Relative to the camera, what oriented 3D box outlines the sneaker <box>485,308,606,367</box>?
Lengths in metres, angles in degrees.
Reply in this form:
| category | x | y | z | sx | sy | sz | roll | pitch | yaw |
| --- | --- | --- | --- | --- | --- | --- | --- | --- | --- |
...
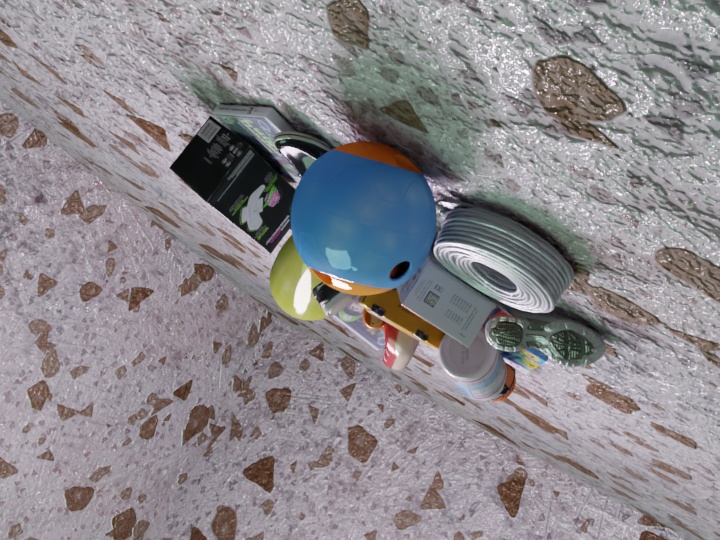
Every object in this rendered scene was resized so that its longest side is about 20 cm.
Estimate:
| category | x | y | z | sx | sy | sz | roll | pitch | yaw |
| --- | --- | --- | --- | --- | --- | --- | --- | --- | --- |
| sneaker | 0.311 | 0.097 | 1.250 | 0.195 | 0.080 | 0.099 | 14 | -157 | 12 |

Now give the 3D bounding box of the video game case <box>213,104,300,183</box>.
| category | x | y | z | sx | sy | sz | roll | pitch | yaw |
| --- | --- | --- | --- | --- | --- | --- | --- | --- | --- |
| video game case | -0.134 | -0.205 | 1.255 | 0.180 | 0.024 | 0.200 | 18 | 161 | 50 |

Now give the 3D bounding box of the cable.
| category | x | y | z | sx | sy | sz | roll | pitch | yaw |
| --- | --- | --- | --- | --- | --- | --- | --- | --- | --- |
| cable | 0.198 | -0.014 | 1.055 | 0.198 | 0.070 | 0.200 | 19 | 163 | 47 |

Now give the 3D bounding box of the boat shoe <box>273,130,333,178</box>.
| category | x | y | z | sx | sy | sz | roll | pitch | yaw |
| --- | --- | --- | --- | --- | --- | --- | --- | --- | --- |
| boat shoe | -0.058 | -0.145 | 1.165 | 0.074 | 0.063 | 0.199 | -9 | 142 | 46 |

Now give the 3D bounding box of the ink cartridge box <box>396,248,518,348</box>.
| category | x | y | z | sx | sy | sz | roll | pitch | yaw |
| --- | --- | --- | --- | --- | --- | --- | --- | --- | --- |
| ink cartridge box | 0.151 | 0.044 | 1.232 | 0.174 | 0.085 | 0.200 | 33 | -171 | -7 |

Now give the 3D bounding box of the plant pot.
| category | x | y | z | sx | sy | sz | roll | pitch | yaw |
| --- | --- | --- | --- | --- | --- | --- | --- | --- | --- |
| plant pot | -0.102 | -0.017 | 1.617 | 0.185 | 0.189 | 0.201 | 30 | 154 | 5 |

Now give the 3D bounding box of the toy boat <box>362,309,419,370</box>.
| category | x | y | z | sx | sy | sz | roll | pitch | yaw |
| --- | --- | --- | --- | --- | --- | --- | --- | --- | --- |
| toy boat | 0.064 | 0.112 | 1.519 | 0.129 | 0.132 | 0.201 | 26 | 161 | 6 |

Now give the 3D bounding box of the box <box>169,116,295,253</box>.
| category | x | y | z | sx | sy | sz | roll | pitch | yaw |
| --- | --- | --- | --- | --- | --- | --- | --- | --- | --- |
| box | -0.217 | -0.153 | 1.359 | 0.148 | 0.125 | 0.200 | 38 | 177 | 39 |

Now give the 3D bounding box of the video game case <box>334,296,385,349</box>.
| category | x | y | z | sx | sy | sz | roll | pitch | yaw |
| --- | --- | --- | --- | --- | --- | --- | --- | --- | --- |
| video game case | 0.045 | 0.077 | 1.606 | 0.199 | 0.180 | 0.024 | 39 | -151 | -35 |

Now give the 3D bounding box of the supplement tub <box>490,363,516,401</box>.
| category | x | y | z | sx | sy | sz | roll | pitch | yaw |
| --- | --- | --- | --- | --- | --- | --- | --- | --- | --- |
| supplement tub | 0.272 | 0.212 | 1.665 | 0.121 | 0.124 | 0.200 | 22 | 164 | 39 |

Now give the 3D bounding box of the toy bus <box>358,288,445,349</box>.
| category | x | y | z | sx | sy | sz | roll | pitch | yaw |
| --- | --- | --- | --- | --- | --- | --- | --- | --- | --- |
| toy bus | 0.079 | 0.073 | 1.362 | 0.198 | 0.066 | 0.078 | 30 | 173 | -27 |

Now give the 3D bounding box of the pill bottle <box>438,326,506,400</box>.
| category | x | y | z | sx | sy | sz | roll | pitch | yaw |
| --- | --- | --- | --- | --- | --- | --- | --- | --- | --- |
| pill bottle | 0.220 | 0.181 | 1.420 | 0.107 | 0.110 | 0.200 | 25 | 167 | 27 |

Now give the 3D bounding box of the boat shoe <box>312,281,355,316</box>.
| category | x | y | z | sx | sy | sz | roll | pitch | yaw |
| --- | --- | --- | --- | --- | --- | --- | --- | --- | --- |
| boat shoe | 0.000 | 0.000 | 1.366 | 0.061 | 0.199 | 0.074 | 51 | -179 | 17 |

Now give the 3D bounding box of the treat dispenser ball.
| category | x | y | z | sx | sy | sz | roll | pitch | yaw |
| --- | --- | --- | --- | --- | --- | --- | --- | --- | --- |
| treat dispenser ball | 0.004 | -0.069 | 1.004 | 0.198 | 0.203 | 0.201 | 30 | 169 | 7 |

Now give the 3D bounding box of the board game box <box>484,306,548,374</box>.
| category | x | y | z | sx | sy | sz | roll | pitch | yaw |
| --- | --- | --- | --- | --- | --- | --- | --- | --- | --- |
| board game box | 0.266 | 0.115 | 1.446 | 0.197 | 0.057 | 0.196 | 30 | 169 | 9 |
